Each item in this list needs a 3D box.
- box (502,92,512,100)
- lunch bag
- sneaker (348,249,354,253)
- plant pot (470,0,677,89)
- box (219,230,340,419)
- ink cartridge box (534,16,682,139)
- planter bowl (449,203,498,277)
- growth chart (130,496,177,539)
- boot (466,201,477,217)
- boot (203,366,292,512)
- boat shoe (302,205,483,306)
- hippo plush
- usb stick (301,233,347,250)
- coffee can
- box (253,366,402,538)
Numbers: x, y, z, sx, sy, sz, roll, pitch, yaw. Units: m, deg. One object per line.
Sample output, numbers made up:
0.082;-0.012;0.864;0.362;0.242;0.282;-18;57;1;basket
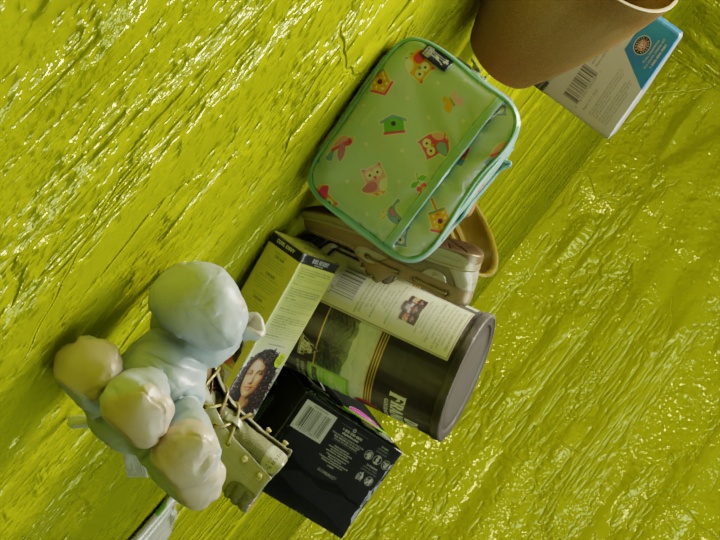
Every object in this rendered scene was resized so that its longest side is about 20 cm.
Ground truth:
0.125;-0.156;1.990;0.200;0.039;0.138;-43;165;-50;box
0.058;-0.116;1.416;0.201;0.160;0.077;-53;171;4;lunch bag
0.000;0.000;1.732;0.115;0.076;0.199;-54;-170;-32;sneaker
0.211;-0.292;1.576;0.200;0.187;0.186;-44;179;42;plant pot
-0.102;0.063;1.497;0.075;0.050;0.202;15;106;-59;box
0.257;-0.274;1.717;0.147;0.199;0.086;-55;172;17;ink cartridge box
0.061;-0.055;1.635;0.083;0.201;0.200;-36;178;24;planter bowl
-0.285;0.368;1.905;0.145;0.018;0.201;-47;169;-34;growth chart
0.080;-0.099;1.557;0.156;0.076;0.202;60;27;-51;boot
-0.131;0.135;1.400;0.072;0.154;0.201;-44;167;-44;boot
0.026;-0.017;1.494;0.071;0.198;0.065;-23;129;-64;boat shoe
-0.137;0.085;1.173;0.161;0.159;0.200;-49;169;-19;hippo plush
-0.035;-0.034;1.652;0.200;0.032;0.056;-37;154;-60;usb stick
0.028;0.076;1.584;0.147;0.198;0.147;-57;163;-29;coffee can
-0.068;0.184;1.678;0.125;0.148;0.200;-54;-156;3;box
